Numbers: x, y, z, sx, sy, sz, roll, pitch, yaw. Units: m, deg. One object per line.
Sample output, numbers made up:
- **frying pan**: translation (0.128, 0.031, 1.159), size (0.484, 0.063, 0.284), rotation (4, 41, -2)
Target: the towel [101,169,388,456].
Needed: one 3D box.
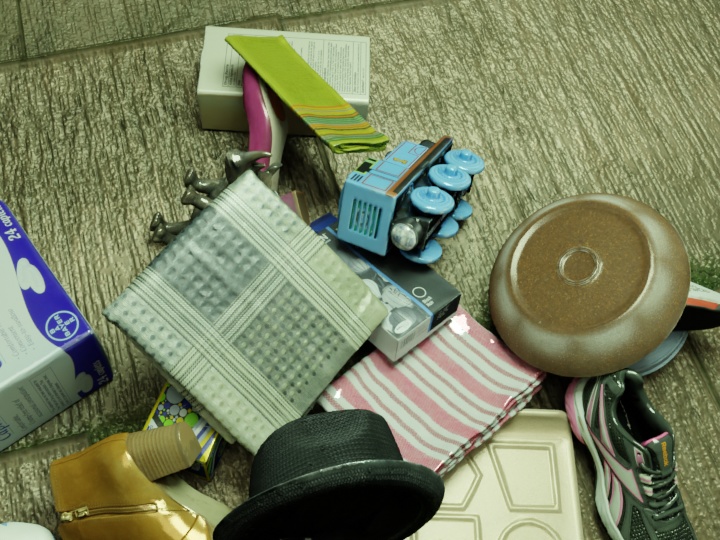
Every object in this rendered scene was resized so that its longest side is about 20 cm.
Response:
- **towel**: translation (-0.098, 0.041, 0.796), size (0.200, 0.034, 0.193), rotation (45, 73, -8)

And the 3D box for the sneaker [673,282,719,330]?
- **sneaker**: translation (0.289, -0.002, 0.902), size (0.198, 0.067, 0.109), rotation (5, 64, 1)

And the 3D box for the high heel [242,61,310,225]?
- **high heel**: translation (-0.123, -0.126, 0.943), size (0.095, 0.067, 0.203), rotation (-16, 79, 15)

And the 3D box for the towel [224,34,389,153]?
- **towel**: translation (-0.057, -0.191, 0.919), size (0.085, 0.018, 0.200), rotation (-11, 51, -48)

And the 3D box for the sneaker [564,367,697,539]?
- **sneaker**: translation (0.260, 0.183, 0.805), size (0.080, 0.086, 0.202), rotation (-21, 78, -24)

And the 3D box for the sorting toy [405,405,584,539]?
- **sorting toy**: translation (0.117, 0.232, 0.819), size (0.182, 0.037, 0.203), rotation (2, 65, -3)

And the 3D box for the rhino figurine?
- **rhino figurine**: translation (-0.138, -0.067, 0.873), size (0.087, 0.200, 0.060), rotation (24, 50, -25)

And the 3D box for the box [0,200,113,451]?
- **box**: translation (-0.374, 0.068, 0.825), size (0.199, 0.105, 0.184), rotation (-34, 68, -20)

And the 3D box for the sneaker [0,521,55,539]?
- **sneaker**: translation (-0.366, 0.247, 0.747), size (0.197, 0.073, 0.073), rotation (0, 59, -6)

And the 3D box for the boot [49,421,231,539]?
- **boot**: translation (-0.185, 0.241, 0.770), size (0.142, 0.071, 0.204), rotation (-21, 92, 12)

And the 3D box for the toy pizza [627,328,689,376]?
- **toy pizza**: translation (0.259, 0.026, 0.941), size (0.197, 0.032, 0.203), rotation (2, 62, -4)

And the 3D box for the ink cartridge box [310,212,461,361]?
- **ink cartridge box**: translation (0.000, 0.000, 0.903), size (0.199, 0.040, 0.099), rotation (38, 53, 27)

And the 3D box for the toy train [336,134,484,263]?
- **toy train**: translation (0.057, -0.084, 0.921), size (0.113, 0.088, 0.200), rotation (22, 35, 14)

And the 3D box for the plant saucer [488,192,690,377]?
- **plant saucer**: translation (0.215, 0.003, 0.845), size (0.198, 0.037, 0.203), rotation (-12, 58, 21)

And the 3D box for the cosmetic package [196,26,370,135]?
- **cosmetic package**: translation (-0.088, -0.221, 1.026), size (0.197, 0.071, 0.107), rotation (4, 61, -2)

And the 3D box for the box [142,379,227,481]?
- **box**: translation (-0.140, 0.095, 0.853), size (0.069, 0.065, 0.202), rotation (18, 62, 5)

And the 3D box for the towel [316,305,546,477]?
- **towel**: translation (0.070, 0.111, 0.842), size (0.199, 0.030, 0.146), rotation (-32, 53, -33)

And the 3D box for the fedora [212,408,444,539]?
- **fedora**: translation (-0.031, 0.179, 0.736), size (0.198, 0.202, 0.092), rotation (-8, 52, -9)
